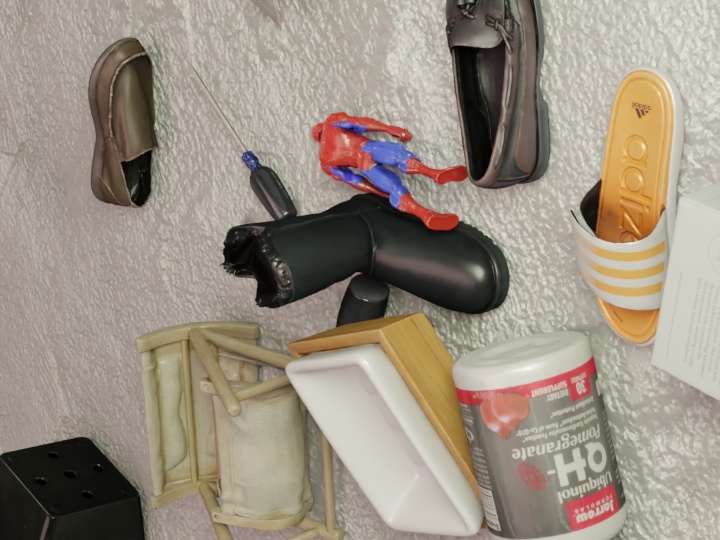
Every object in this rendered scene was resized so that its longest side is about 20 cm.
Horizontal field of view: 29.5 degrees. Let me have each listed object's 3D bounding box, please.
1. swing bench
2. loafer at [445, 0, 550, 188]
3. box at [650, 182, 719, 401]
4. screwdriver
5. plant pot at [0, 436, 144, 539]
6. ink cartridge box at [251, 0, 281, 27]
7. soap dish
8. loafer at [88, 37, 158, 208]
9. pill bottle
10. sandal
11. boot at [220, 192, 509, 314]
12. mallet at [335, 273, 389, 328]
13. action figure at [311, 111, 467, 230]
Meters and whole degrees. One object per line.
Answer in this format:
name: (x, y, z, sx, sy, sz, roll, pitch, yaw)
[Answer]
swing bench: (-0.126, 0.173, 1.399, 0.200, 0.129, 0.200, 27, 125, 49)
loafer: (0.098, -0.160, 1.031, 0.072, 0.063, 0.201, 2, 106, 50)
box: (0.294, 0.033, 0.840, 0.200, 0.097, 0.125, 30, 126, 41)
screwdriver: (-0.123, -0.126, 1.341, 0.200, 0.029, 0.028, 53, 139, 14)
plant pot: (-0.390, 0.329, 1.748, 0.200, 0.199, 0.178, 37, 120, 36)
ink cartridge box: (-0.103, -0.336, 1.204, 0.161, 0.050, 0.201, 49, 159, 50)
soap dish: (0.038, 0.128, 1.164, 0.200, 0.081, 0.157, 58, 150, -11)
loafer: (-0.241, -0.152, 1.459, 0.071, 0.073, 0.201, 30, 132, 28)
pill bottle: (0.145, 0.156, 1.065, 0.110, 0.110, 0.201, -6, 100, 52)
sandal: (0.183, -0.041, 0.977, 0.079, 0.059, 0.208, 21, 120, 45)
boot: (0.000, 0.000, 1.133, 0.200, 0.168, 0.077, 29, 126, 41)
mallet: (0.055, 0.076, 1.208, 0.200, 0.041, 0.066, 36, 134, 32)
action figure: (0.017, -0.092, 1.172, 0.200, 0.052, 0.066, 32, 122, 46)
